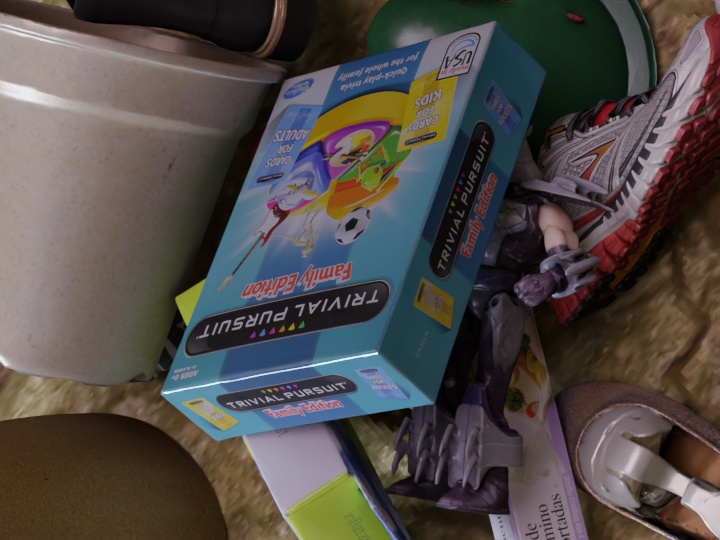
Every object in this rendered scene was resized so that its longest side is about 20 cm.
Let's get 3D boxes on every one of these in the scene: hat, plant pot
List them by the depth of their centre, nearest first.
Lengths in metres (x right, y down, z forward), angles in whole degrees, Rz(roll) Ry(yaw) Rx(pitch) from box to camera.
[{"bbox_3d":[0.035,-0.122,1.482,0.199,0.176,0.166,22,91,29],"label":"hat"},{"bbox_3d":[-0.157,-0.042,1.511,0.200,0.200,0.184,17,97,29],"label":"plant pot"},{"bbox_3d":[-0.200,0.161,1.542,0.186,0.200,0.187,-5,79,26],"label":"plant pot"}]

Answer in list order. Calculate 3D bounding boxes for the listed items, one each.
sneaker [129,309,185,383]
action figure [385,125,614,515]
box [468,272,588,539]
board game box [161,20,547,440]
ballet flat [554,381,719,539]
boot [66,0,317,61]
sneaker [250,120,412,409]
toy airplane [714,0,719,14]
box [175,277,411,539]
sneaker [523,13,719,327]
[{"bbox_3d":[-0.175,-0.017,1.634,0.077,0.080,0.200,-44,82,-3],"label":"sneaker"},{"bbox_3d":[0.062,0.020,1.417,0.130,0.069,0.201,7,88,47],"label":"action figure"},{"bbox_3d":[0.083,0.091,1.475,0.039,0.041,0.201,-11,83,-17],"label":"box"},{"bbox_3d":[-0.003,-0.020,1.396,0.151,0.047,0.201,-13,46,43],"label":"board game box"},{"bbox_3d":[0.167,0.109,1.434,0.200,0.067,0.068,27,94,29],"label":"ballet flat"},{"bbox_3d":[-0.119,-0.194,1.557,0.200,0.138,0.078,54,132,49],"label":"boot"},{"bbox_3d":[0.000,0.000,1.528,0.077,0.085,0.200,-41,72,15],"label":"sneaker"},{"bbox_3d":[0.269,-0.142,1.384,0.199,0.141,0.201,27,110,39],"label":"toy airplane"},{"bbox_3d":[-0.023,0.098,1.457,0.048,0.122,0.200,-32,44,2],"label":"box"},{"bbox_3d":[0.131,-0.059,1.437,0.082,0.078,0.200,48,131,15],"label":"sneaker"}]
